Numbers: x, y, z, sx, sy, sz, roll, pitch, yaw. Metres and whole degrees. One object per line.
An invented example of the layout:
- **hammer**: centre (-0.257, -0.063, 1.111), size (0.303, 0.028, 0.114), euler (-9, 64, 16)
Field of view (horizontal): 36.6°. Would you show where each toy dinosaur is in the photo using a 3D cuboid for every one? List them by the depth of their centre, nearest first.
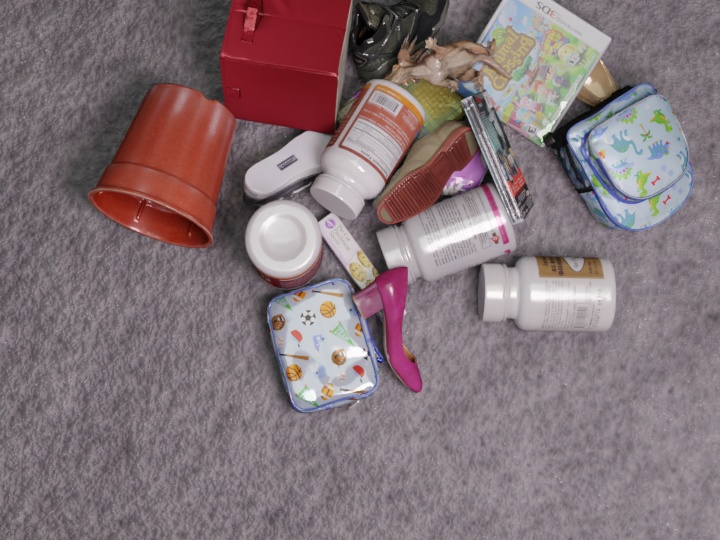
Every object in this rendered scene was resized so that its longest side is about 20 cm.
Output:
- **toy dinosaur**: centre (0.134, -0.327, 1.699), size (0.198, 0.135, 0.087), euler (-8, 107, -18)

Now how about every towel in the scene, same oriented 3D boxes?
- **towel**: centre (0.071, -0.261, 1.766), size (0.199, 0.023, 0.144), euler (-39, 84, -6)

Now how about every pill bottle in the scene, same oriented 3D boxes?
- **pill bottle**: centre (-0.112, -0.032, 1.637), size (0.111, 0.200, 0.114), euler (0, 81, -1)
- **pill bottle**: centre (0.008, -0.184, 1.676), size (0.111, 0.112, 0.201), euler (30, 76, 4)
- **pill bottle**: centre (0.284, 0.035, 1.677), size (0.197, 0.114, 0.116), euler (1, 81, -1)
- **pill bottle**: centre (0.131, -0.051, 1.685), size (0.198, 0.113, 0.115), euler (-21, 82, 2)

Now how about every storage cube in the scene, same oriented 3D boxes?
- **storage cube**: centre (-0.111, -0.336, 1.679), size (0.178, 0.200, 0.173), euler (9, 67, -1)

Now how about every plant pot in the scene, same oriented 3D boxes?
- **plant pot**: centre (-0.289, -0.166, 1.669), size (0.199, 0.201, 0.197), euler (17, 73, 2)

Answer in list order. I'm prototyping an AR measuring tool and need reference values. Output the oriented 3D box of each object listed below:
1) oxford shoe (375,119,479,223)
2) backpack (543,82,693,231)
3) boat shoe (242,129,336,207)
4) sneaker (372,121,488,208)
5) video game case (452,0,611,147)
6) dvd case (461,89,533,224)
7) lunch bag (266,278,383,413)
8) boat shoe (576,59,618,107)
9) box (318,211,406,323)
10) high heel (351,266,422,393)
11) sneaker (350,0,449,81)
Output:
- **oxford shoe**: centre (0.093, -0.151, 1.664), size (0.200, 0.071, 0.075), euler (-41, 42, -8)
- **backpack**: centre (0.417, -0.165, 1.684), size (0.182, 0.147, 0.201), euler (-31, 98, -7)
- **boat shoe**: centre (-0.102, -0.158, 1.726), size (0.199, 0.068, 0.072), euler (-34, 75, -27)
- **sneaker**: centre (0.120, -0.135, 1.724), size (0.200, 0.073, 0.115), euler (-38, 87, -6)
- **video game case**: centre (0.269, -0.329, 1.730), size (0.181, 0.022, 0.201), euler (33, 100, 2)
- **dvd case**: centre (0.214, -0.178, 1.676), size (0.022, 0.146, 0.202), euler (-21, 97, 19)
- **lunch bag**: centre (-0.053, 0.120, 1.680), size (0.158, 0.076, 0.202), euler (-16, 81, -6)
- **boat shoe**: centre (0.345, -0.345, 1.761), size (0.071, 0.065, 0.200), euler (-41, 84, -7)
- **box**: centre (0.000, 0.000, 1.716), size (0.041, 0.039, 0.201), euler (-34, 83, -6)
- **high heel**: centre (0.072, 0.093, 1.657), size (0.095, 0.068, 0.201), euler (-29, 116, 4)
- **sneaker**: centre (0.060, -0.403, 1.737), size (0.199, 0.115, 0.076), euler (-42, 56, -9)
